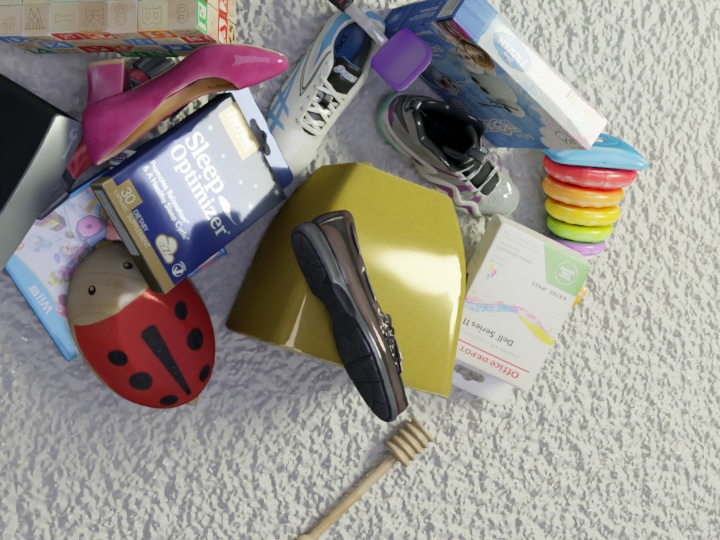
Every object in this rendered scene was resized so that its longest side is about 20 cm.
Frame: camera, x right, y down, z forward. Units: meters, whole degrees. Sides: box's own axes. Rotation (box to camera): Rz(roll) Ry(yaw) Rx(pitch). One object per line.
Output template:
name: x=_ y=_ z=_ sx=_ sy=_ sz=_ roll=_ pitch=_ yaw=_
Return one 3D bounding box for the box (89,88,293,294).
box: x=-0.150 y=-0.085 z=1.155 sx=0.200 sy=0.032 sz=0.122 roll=-42 pitch=116 yaw=-30

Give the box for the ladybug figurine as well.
ladybug figurine: x=-0.213 y=0.065 z=1.211 sx=0.135 sy=0.072 sz=0.201 roll=-39 pitch=122 yaw=-11

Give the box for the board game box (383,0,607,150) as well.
board game box: x=0.131 y=-0.203 z=1.251 sx=0.198 sy=0.200 sz=0.044 roll=38 pitch=82 yaw=-20

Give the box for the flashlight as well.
flashlight: x=-0.255 y=-0.132 z=1.182 sx=0.200 sy=0.068 sz=0.068 roll=-44 pitch=154 yaw=-14

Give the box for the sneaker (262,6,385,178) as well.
sneaker: x=-0.040 y=-0.188 z=1.258 sx=0.071 sy=0.072 sz=0.202 roll=29 pitch=88 yaw=-23

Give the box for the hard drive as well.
hard drive: x=-0.361 y=-0.083 z=1.128 sx=0.134 sy=0.042 sz=0.201 roll=30 pitch=85 yaw=18

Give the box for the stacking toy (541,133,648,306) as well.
stacking toy: x=0.253 y=-0.054 z=1.381 sx=0.114 sy=0.110 sz=0.203 roll=3 pitch=108 yaw=-6

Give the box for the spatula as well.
spatula: x=0.000 y=-0.258 z=1.223 sx=0.056 sy=0.021 sz=0.200 roll=-43 pitch=67 yaw=2

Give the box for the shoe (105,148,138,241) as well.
shoe: x=-0.167 y=-0.065 z=1.207 sx=0.198 sy=0.071 sz=0.092 roll=5 pitch=95 yaw=-42

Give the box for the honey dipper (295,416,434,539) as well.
honey dipper: x=0.000 y=0.246 z=1.356 sx=0.200 sy=0.038 sz=0.038 roll=-42 pitch=109 yaw=-6

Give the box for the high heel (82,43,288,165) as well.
high heel: x=-0.163 y=-0.154 z=1.118 sx=0.197 sy=0.067 sz=0.097 roll=-5 pitch=79 yaw=-1

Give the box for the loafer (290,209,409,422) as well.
loafer: x=0.005 y=0.039 z=1.110 sx=0.063 sy=0.072 sz=0.202 roll=-28 pitch=96 yaw=-27

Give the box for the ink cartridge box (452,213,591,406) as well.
ink cartridge box: x=0.159 y=0.054 z=1.338 sx=0.116 sy=0.067 sz=0.202 roll=24 pitch=101 yaw=-6

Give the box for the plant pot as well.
plant pot: x=0.000 y=0.000 z=1.242 sx=0.193 sy=0.194 sz=0.203 roll=19 pitch=86 yaw=-22

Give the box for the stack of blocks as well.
stack of blocks: x=-0.226 y=-0.239 z=1.123 sx=0.197 sy=0.115 sz=0.060 roll=0 pitch=89 yaw=11

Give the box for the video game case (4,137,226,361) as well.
video game case: x=-0.255 y=-0.022 z=1.228 sx=0.199 sy=0.018 sz=0.144 roll=-35 pitch=109 yaw=-13

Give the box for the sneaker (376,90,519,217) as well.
sneaker: x=0.114 y=-0.117 z=1.288 sx=0.199 sy=0.140 sz=0.078 roll=34 pitch=85 yaw=-21
